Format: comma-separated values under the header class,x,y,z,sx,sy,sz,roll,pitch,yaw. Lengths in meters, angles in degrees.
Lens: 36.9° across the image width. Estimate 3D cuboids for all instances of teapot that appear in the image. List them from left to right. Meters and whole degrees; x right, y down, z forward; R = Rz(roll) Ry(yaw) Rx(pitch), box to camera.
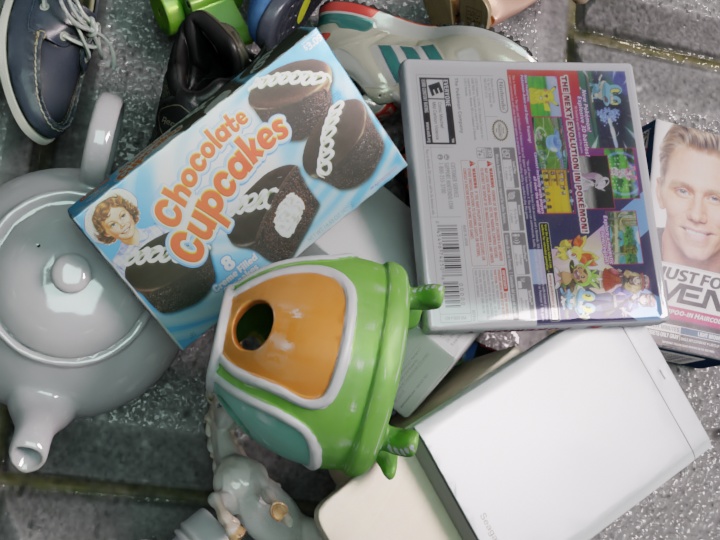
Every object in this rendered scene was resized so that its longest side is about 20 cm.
class,x,y,z,sx,sy,sz,roll,pitch,yaw
teapot,-0.205,0.007,0.766,0.197,0.146,0.200,-33,89,-19

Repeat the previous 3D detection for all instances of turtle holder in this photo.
class,x,y,z,sx,sy,sz,roll,pitch,yaw
turtle holder,-0.028,0.053,0.702,0.131,0.186,0.142,11,99,-4

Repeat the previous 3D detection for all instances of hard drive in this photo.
class,x,y,z,sx,sy,sz,roll,pitch,yaw
hard drive,0.144,0.119,0.764,0.200,0.027,0.132,-29,89,-23

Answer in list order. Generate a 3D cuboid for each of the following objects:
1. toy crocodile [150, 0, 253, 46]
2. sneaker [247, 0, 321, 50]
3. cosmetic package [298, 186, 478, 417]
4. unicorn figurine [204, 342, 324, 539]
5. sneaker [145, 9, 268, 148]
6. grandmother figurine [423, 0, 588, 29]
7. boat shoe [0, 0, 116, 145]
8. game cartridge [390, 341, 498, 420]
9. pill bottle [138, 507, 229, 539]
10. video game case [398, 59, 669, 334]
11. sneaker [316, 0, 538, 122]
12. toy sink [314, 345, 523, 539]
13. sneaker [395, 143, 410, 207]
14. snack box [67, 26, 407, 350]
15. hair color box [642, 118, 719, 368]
class,x,y,z,sx,sy,sz,roll,pitch,yaw
toy crocodile,-0.145,-0.250,0.859,0.067,0.062,0.200,-22,68,-18
sneaker,-0.068,-0.231,0.851,0.078,0.066,0.200,25,36,-4
cosmetic package,0.000,0.000,0.819,0.200,0.081,0.113,40,39,8
unicorn figurine,-0.069,0.169,0.797,0.074,0.137,0.201,-26,107,-9
sneaker,-0.087,-0.135,0.800,0.076,0.199,0.115,23,116,14
grandmother figurine,0.152,-0.256,0.939,0.121,0.061,0.200,34,51,29
boat shoe,-0.224,-0.190,0.818,0.062,0.075,0.201,-10,62,15
game cartridge,0.050,0.108,0.880,0.199,0.038,0.130,23,79,-11
pill bottle,-0.165,0.261,0.751,0.200,0.109,0.109,-37,91,-19
video game case,0.124,-0.056,0.781,0.181,0.023,0.201,-1,76,-13
sneaker,0.045,-0.154,0.881,0.199,0.070,0.094,17,80,16
toy sink,0.060,0.170,0.797,0.200,0.112,0.131,-37,92,-23
sneaker,0.116,-0.046,0.910,0.200,0.078,0.112,31,77,3
snack box,-0.079,-0.056,0.718,0.200,0.037,0.116,-40,114,-9
hair color box,0.280,-0.022,0.952,0.100,0.061,0.201,11,77,-14
